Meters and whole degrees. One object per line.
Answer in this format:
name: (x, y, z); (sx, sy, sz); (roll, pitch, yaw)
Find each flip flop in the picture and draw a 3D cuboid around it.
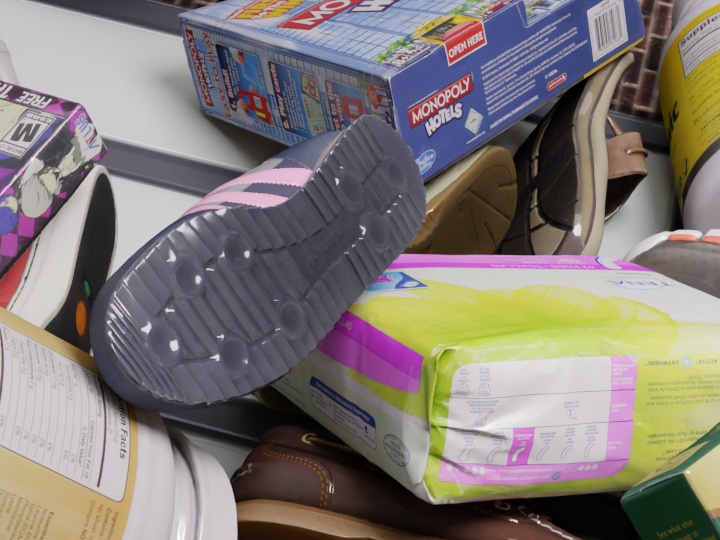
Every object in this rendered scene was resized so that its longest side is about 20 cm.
flip flop: (0.119, -0.046, 0.978); (0.057, 0.081, 0.201); (32, 34, -13)

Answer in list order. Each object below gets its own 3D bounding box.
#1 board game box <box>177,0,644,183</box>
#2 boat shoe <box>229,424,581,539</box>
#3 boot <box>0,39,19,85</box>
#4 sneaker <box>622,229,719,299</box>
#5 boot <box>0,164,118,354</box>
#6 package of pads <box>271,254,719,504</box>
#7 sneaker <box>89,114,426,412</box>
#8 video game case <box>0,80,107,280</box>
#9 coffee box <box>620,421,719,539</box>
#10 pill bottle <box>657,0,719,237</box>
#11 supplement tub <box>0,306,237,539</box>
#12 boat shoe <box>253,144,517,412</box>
board game box: (0.011, -0.120, 0.989); (0.199, 0.062, 0.199); (12, 34, 41)
boat shoe: (0.040, 0.111, 0.764); (0.198, 0.071, 0.071); (18, 44, 11)
boot: (-0.244, -0.112, 0.991); (0.095, 0.074, 0.201); (-13, 52, -34)
sneaker: (0.197, 0.050, 0.871); (0.199, 0.078, 0.082); (28, 49, 22)
boot: (-0.195, 0.032, 0.827); (0.143, 0.073, 0.201); (-1, 44, 7)
package of pads: (0.077, 0.040, 0.797); (0.198, 0.069, 0.154); (-1, 15, -29)
sneaker: (-0.050, 0.005, 0.723); (0.082, 0.071, 0.200); (-21, 8, 37)
video game case: (-0.239, -0.023, 0.825); (0.199, 0.036, 0.182); (18, 57, 33)
coffee box: (0.195, 0.138, 0.707); (0.122, 0.044, 0.201); (-27, 84, -36)
pill bottle: (0.218, -0.084, 1.005); (0.110, 0.112, 0.201); (7, 39, -3)
supplement tub: (-0.155, 0.078, 0.650); (0.199, 0.145, 0.145); (32, 25, -35)
boat shoe: (0.000, 0.000, 0.902); (0.064, 0.074, 0.200); (13, 35, 38)
